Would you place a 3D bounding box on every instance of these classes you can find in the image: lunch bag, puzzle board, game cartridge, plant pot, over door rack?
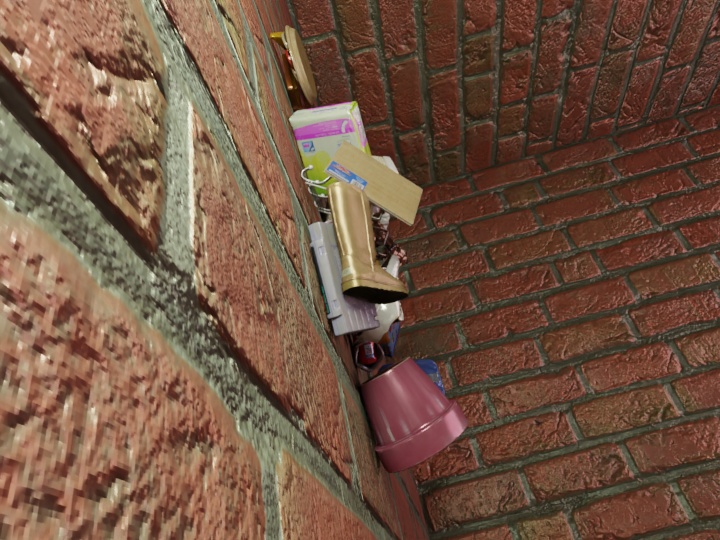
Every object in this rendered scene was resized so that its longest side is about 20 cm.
[{"bbox_3d":[0.129,0.333,1.450,0.132,0.199,0.136,102,-22,-51],"label":"lunch bag"},{"bbox_3d":[0.030,-0.178,1.039,0.017,0.200,0.151,-54,-171,38],"label":"puzzle board"},{"bbox_3d":[-0.030,0.014,0.926,0.130,0.038,0.201,-1,73,-56],"label":"game cartridge"},{"bbox_3d":[0.080,0.143,1.598,0.200,0.094,0.151,-55,138,-44],"label":"lunch bag"},{"bbox_3d":[0.095,0.290,1.078,0.179,0.200,0.200,59,0,8],"label":"plant pot"},{"bbox_3d":[-0.022,-0.147,1.104,0.200,0.067,0.148,30,-12,16],"label":"over door rack"}]

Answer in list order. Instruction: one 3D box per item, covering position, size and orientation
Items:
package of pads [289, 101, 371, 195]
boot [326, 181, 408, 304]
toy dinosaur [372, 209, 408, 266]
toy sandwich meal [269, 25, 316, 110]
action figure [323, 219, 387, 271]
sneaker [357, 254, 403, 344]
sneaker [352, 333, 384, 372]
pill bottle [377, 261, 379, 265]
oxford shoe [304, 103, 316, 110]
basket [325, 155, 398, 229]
[{"bbox_3d":[-0.056,-0.271,1.164,0.068,0.154,0.200,-68,149,-50],"label":"package of pads"},{"bbox_3d":[0.016,-0.048,0.944,0.175,0.066,0.201,21,55,-52],"label":"boot"},{"bbox_3d":[0.010,-0.071,1.194,0.086,0.199,0.136,74,14,-69],"label":"toy dinosaur"},{"bbox_3d":[-0.163,-0.486,1.243,0.205,0.070,0.206,-15,90,-83],"label":"toy sandwich meal"},{"bbox_3d":[-0.036,0.005,1.078,0.149,0.134,0.201,17,-58,45],"label":"action figure"},{"bbox_3d":[0.061,0.066,1.122,0.073,0.084,0.201,147,-36,-69],"label":"sneaker"},{"bbox_3d":[0.005,0.134,1.151,0.113,0.071,0.200,-108,-176,-62],"label":"sneaker"},{"bbox_3d":[-0.001,-0.030,1.598,0.111,0.111,0.200,72,4,-57],"label":"pill bottle"},{"bbox_3d":[-0.112,-0.368,1.334,0.071,0.073,0.200,110,-22,-49],"label":"oxford shoe"},{"bbox_3d":[-0.003,-0.199,1.355,0.200,0.160,0.199,-101,-159,-66],"label":"basket"}]
